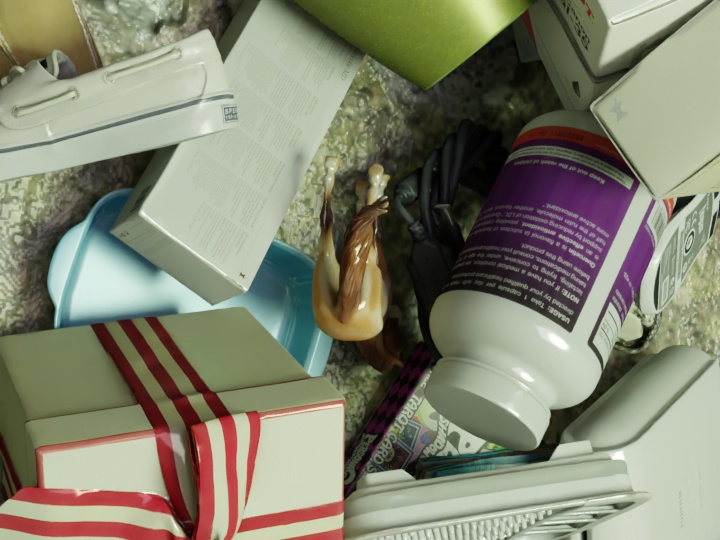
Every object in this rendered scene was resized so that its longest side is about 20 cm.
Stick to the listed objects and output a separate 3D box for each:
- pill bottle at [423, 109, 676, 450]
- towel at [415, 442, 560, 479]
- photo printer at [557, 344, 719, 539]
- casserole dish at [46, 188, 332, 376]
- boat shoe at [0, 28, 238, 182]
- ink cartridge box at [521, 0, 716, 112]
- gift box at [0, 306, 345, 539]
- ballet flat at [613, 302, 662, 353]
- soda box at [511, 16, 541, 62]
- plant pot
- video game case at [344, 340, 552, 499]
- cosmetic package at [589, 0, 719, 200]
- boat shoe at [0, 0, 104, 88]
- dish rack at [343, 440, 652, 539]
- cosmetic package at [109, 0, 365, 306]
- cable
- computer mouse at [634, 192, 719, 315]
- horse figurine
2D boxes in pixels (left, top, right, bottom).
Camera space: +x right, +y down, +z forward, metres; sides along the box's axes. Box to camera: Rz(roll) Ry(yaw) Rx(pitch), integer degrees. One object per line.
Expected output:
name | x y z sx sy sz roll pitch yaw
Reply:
pill bottle | 0.115 0.006 0.798 0.112 0.112 0.201 39 66 -25
towel | 0.101 0.229 0.915 0.146 0.022 0.202 -2 94 -32
photo printer | 0.210 0.166 0.946 0.200 0.069 0.168 -27 116 -50
casserole dish | -0.110 0.024 0.814 0.199 0.039 0.122 21 81 -29
boat shoe | -0.170 -0.090 0.715 0.198 0.072 0.066 -11 98 11
ink cartridge box | 0.150 -0.189 0.786 0.082 0.200 0.147 -23 77 0
gift box | -0.119 0.139 0.702 0.199 0.187 0.186 -12 111 -22
ballet flat | 0.175 -0.009 0.927 0.072 0.072 0.201 -50 131 -19
soda box | 0.137 -0.261 0.937 0.068 0.064 0.201 -21 103 -29
plant pot | 0.013 -0.216 0.767 0.187 0.187 0.200 -41 96 -23
video game case | 0.056 0.184 0.918 0.181 0.036 0.201 44 70 -26
cosmetic package | 0.232 -0.103 0.781 0.199 0.105 0.071 -12 65 -56
boat shoe | -0.203 -0.167 0.729 0.072 0.076 0.201 -42 112 -25
dish rack | 0.062 0.149 0.789 0.198 0.172 0.044 -6 71 -16
cosmetic package | -0.072 -0.084 0.798 0.082 0.051 0.201 36 59 -20
cable | 0.089 -0.003 0.907 0.201 0.051 0.163 62 37 -24
computer mouse | 0.230 -0.047 0.912 0.200 0.044 0.110 -45 143 -38
horse figurine | 0.000 0.000 0.819 0.049 0.200 0.134 2 87 6
